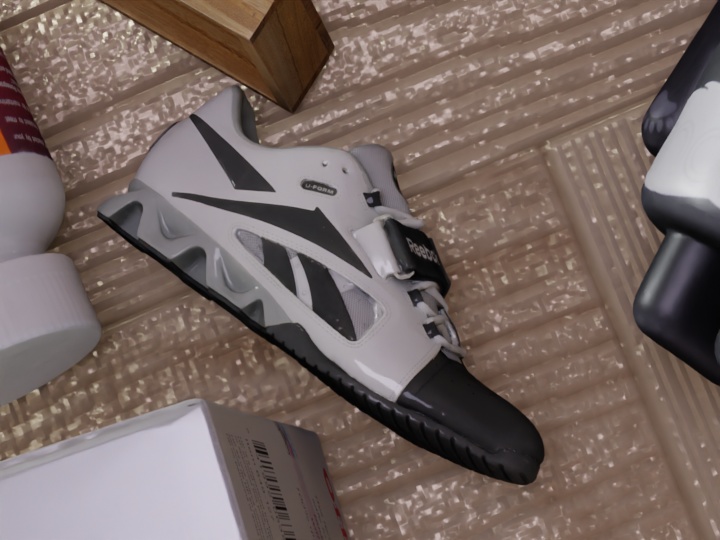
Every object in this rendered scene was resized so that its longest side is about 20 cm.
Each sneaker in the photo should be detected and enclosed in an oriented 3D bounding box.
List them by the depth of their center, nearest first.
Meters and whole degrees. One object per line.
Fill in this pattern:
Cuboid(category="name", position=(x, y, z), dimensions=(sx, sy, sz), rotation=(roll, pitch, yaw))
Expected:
Cuboid(category="sneaker", position=(0.000, 0.000, 0.955), dimensions=(0.200, 0.074, 0.089), rotation=(37, 84, 16))

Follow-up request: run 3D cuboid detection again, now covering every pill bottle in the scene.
Cuboid(category="pill bottle", position=(-0.179, -0.047, 0.973), dimensions=(0.109, 0.110, 0.201), rotation=(-27, 78, 4))

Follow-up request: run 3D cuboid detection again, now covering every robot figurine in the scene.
Cuboid(category="robot figurine", position=(0.180, -0.046, 0.912), dimensions=(0.150, 0.125, 0.201), rotation=(29, 87, 6))

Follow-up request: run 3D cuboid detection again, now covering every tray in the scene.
Cuboid(category="tray", position=(-0.107, -0.136, 0.978), dimensions=(0.199, 0.099, 0.037), rotation=(30, 83, 13))

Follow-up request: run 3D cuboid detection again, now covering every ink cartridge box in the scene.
Cuboid(category="ink cartridge box", position=(-0.076, 0.141, 0.883), dimensions=(0.144, 0.200, 0.148), rotation=(-19, 79, 8))
